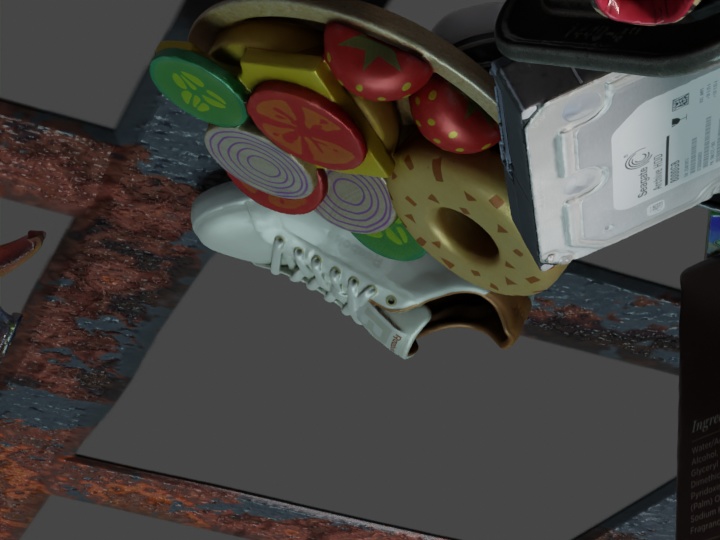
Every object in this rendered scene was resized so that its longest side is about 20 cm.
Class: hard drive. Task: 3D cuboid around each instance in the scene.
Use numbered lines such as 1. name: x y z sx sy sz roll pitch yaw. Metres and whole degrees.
1. hard drive: 0.155 -0.081 0.757 0.199 0.038 0.140 -23 151 -4

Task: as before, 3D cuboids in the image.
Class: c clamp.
1. c clamp: 0.139 -0.127 0.644 0.027 0.171 0.200 48 162 -26

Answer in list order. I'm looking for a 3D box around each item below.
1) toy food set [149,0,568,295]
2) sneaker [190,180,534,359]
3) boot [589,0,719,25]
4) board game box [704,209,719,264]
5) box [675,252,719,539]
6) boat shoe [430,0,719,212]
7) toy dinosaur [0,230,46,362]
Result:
1. toy food set: -0.001 -0.061 0.864 0.197 0.049 0.200 10 153 36
2. sneaker: 0.000 0.000 0.998 0.199 0.085 0.073 8 155 0
3. boot: 0.094 -0.151 0.609 0.073 0.151 0.200 14 153 -15
4. board game box: 0.289 -0.007 0.979 0.199 0.029 0.135 2 153 10
5. box: 0.274 0.089 0.915 0.165 0.201 0.164 21 150 -28
6. boat shoe: 0.125 -0.069 0.852 0.199 0.068 0.072 17 151 -17
7. toy dinosaur: -0.306 0.009 1.134 0.181 0.105 0.200 24 113 -5
